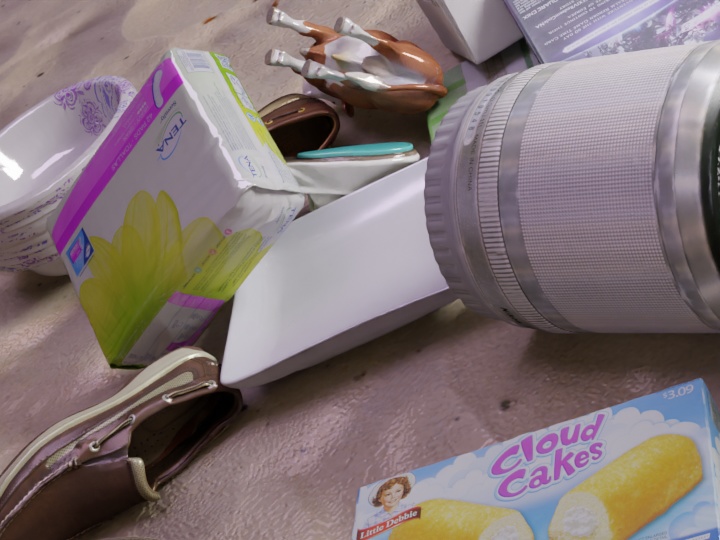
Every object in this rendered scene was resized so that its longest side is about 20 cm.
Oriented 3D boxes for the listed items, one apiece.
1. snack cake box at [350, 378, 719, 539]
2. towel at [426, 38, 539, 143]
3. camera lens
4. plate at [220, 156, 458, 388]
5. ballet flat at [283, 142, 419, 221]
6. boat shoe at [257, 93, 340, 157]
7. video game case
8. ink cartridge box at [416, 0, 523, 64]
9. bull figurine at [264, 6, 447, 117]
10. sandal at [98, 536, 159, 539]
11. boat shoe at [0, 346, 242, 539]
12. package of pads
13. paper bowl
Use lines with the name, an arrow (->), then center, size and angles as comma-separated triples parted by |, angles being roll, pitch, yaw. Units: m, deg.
snack cake box -> 0.093, 0.141, 0.780 | 0.199, 0.067, 0.115 | -21, 32, 20
towel -> 0.142, -0.152, 1.214 | 0.199, 0.031, 0.150 | -28, 27, 14
camera lens -> 0.156, -0.044, 0.897 | 0.199, 0.161, 0.160 | -2, 42, 43
plate -> 0.000, 0.000, 1.103 | 0.198, 0.032, 0.201 | -24, 26, 14
ballet flat -> -0.052, -0.066, 1.216 | 0.198, 0.070, 0.070 | -1, 36, 5
boat shoe -> -0.099, -0.077, 1.274 | 0.200, 0.072, 0.067 | -39, 19, -15
video game case -> 0.196, -0.178, 1.128 | 0.142, 0.019, 0.201 | -29, 53, 7
ink cartridge box -> 0.144, -0.259, 1.273 | 0.199, 0.083, 0.147 | -31, 16, 1
bull figurine -> -0.011, -0.168, 1.280 | 0.199, 0.121, 0.066 | 13, 87, 57
sandal -> -0.146, 0.189, 0.948 | 0.200, 0.058, 0.080 | -14, 34, 30
boat shoe -> -0.164, 0.129, 1.044 | 0.202, 0.075, 0.075 | -42, 37, -16
package of pads -> -0.139, -0.040, 1.143 | 0.200, 0.068, 0.155 | -50, 54, 28
paper bowl -> -0.262, -0.074, 1.403 | 0.199, 0.105, 0.201 | -23, 31, 15
